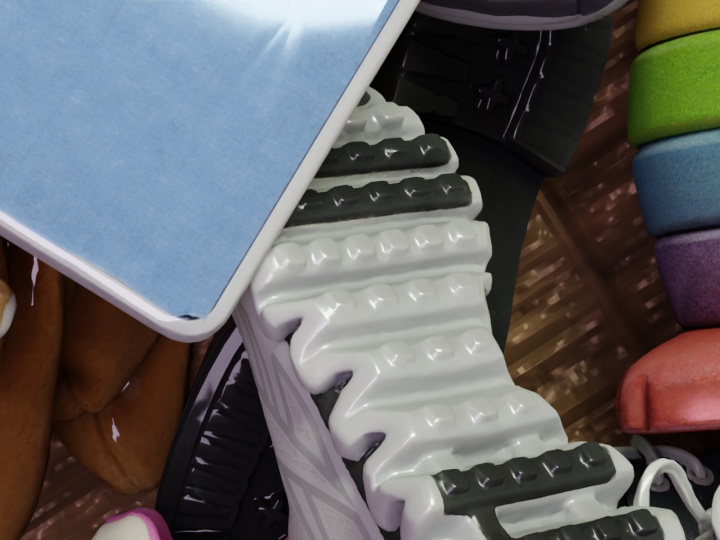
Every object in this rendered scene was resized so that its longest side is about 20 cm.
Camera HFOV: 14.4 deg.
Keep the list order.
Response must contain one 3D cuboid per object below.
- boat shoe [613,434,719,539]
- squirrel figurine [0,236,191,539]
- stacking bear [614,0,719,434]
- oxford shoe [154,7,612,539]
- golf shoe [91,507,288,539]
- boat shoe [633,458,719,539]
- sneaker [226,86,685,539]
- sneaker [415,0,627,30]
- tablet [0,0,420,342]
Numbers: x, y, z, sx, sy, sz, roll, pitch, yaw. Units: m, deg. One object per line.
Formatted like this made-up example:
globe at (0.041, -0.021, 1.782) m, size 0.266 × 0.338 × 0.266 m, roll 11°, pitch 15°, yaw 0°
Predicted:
boat shoe at (0.086, 0.074, 0.747) m, size 0.199 × 0.076 × 0.061 m, roll 22°, pitch 93°, yaw -25°
squirrel figurine at (-0.116, -0.021, 0.733) m, size 0.141 × 0.187 × 0.201 m, roll 18°, pitch 97°, yaw 8°
stacking bear at (0.115, -0.064, 0.736) m, size 0.113 × 0.121 × 0.201 m, roll -5°, pitch 88°, yaw 8°
oxford shoe at (0.000, 0.000, 0.772) m, size 0.072 × 0.084 × 0.201 m, roll 30°, pitch 86°, yaw -22°
golf shoe at (0.013, 0.113, 0.717) m, size 0.199 × 0.075 × 0.092 m, roll 10°, pitch 88°, yaw -7°
boat shoe at (0.104, 0.066, 0.647) m, size 0.086 × 0.075 × 0.203 m, roll 27°, pitch 137°, yaw 13°
sneaker at (0.001, 0.031, 0.670) m, size 0.201 × 0.075 × 0.081 m, roll 63°, pitch 143°, yaw 35°
sneaker at (-0.007, -0.141, 0.704) m, size 0.078 × 0.112 × 0.200 m, roll -45°, pitch 56°, yaw -6°
tablet at (-0.039, -0.099, 0.648) m, size 0.130 × 0.014 × 0.201 m, roll 32°, pitch 79°, yaw -3°
